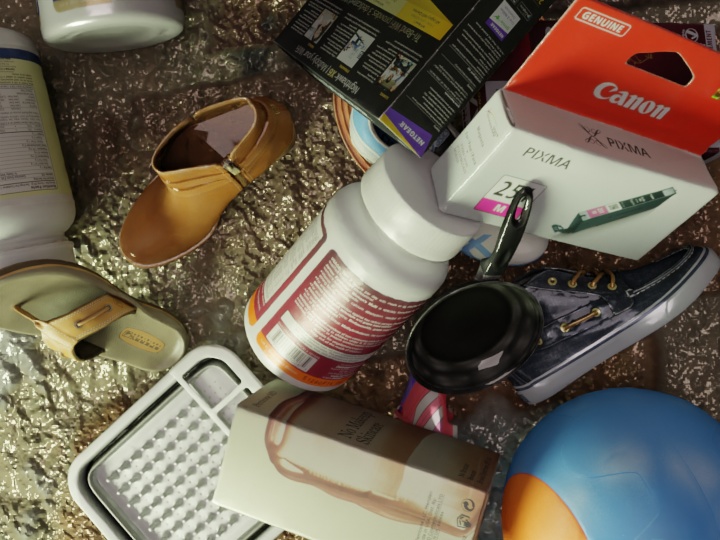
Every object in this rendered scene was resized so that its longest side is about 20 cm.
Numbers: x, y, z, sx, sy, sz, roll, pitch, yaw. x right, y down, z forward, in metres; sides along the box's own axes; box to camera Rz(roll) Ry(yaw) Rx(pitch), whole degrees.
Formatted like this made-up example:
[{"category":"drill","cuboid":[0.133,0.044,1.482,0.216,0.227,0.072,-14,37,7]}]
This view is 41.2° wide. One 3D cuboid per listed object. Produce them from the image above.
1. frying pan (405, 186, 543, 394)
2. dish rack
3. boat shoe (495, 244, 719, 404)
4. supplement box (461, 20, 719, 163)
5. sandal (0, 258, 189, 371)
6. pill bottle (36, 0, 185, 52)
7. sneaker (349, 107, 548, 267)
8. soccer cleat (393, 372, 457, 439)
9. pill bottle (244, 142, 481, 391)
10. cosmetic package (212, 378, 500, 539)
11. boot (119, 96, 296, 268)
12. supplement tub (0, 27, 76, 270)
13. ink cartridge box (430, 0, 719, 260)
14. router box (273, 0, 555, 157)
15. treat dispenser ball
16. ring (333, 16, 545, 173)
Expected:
[{"category":"frying pan","cuboid":[0.081,0.023,0.730,0.115,0.031,0.190,-19,129,-5]},{"category":"dish rack","cuboid":[-0.141,0.180,0.854,0.200,0.044,0.172,-42,89,7]},{"category":"boat shoe","cuboid":[0.193,0.021,0.793,0.200,0.071,0.091,-37,93,9]},{"category":"supplement box","cuboid":[0.181,-0.136,0.754,0.200,0.061,0.109,-3,81,-12]},{"category":"sandal","cuboid":[-0.224,0.048,0.793,0.200,0.054,0.080,28,116,-40]},{"category":"pill bottle","cuboid":[-0.219,-0.293,0.795,0.120,0.120,0.200,-8,93,6]},{"category":"sneaker","cuboid":[0.072,-0.076,0.778,0.200,0.072,0.072,40,72,3]},{"category":"soccer cleat","cuboid":[0.043,0.171,0.823,0.076,0.067,0.200,-1,97,1]},{"category":"pill bottle","cuboid":[0.000,0.000,0.758,0.110,0.110,0.200,44,125,2]},{"category":"cosmetic package","cuboid":[0.000,0.163,0.752,0.200,0.103,0.087,16,100,10]},{"category":"boot","cuboid":[-0.142,-0.074,0.782,0.200,0.155,0.074,-42,89,7]},{"category":"supplement tub","cuboid":[-0.324,-0.089,0.806,0.145,0.145,0.200,-13,92,7]},{"category":"ink cartridge box","cuboid":[0.179,-0.088,0.680,0.200,0.174,0.044,12,51,-28]},{"category":"router box","cuboid":[0.035,-0.193,0.727,0.157,0.200,0.052,-49,129,5]},{"category":"treat dispenser ball","cuboid":[0.209,0.191,0.739,0.201,0.201,0.201,0,93,6]},{"category":"ring","cuboid":[0.076,-0.153,0.823,0.200,0.019,0.201,0,93,7]}]
